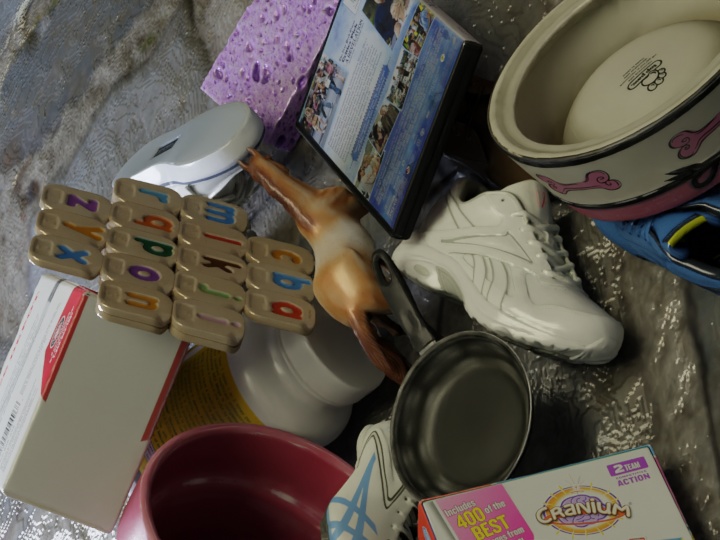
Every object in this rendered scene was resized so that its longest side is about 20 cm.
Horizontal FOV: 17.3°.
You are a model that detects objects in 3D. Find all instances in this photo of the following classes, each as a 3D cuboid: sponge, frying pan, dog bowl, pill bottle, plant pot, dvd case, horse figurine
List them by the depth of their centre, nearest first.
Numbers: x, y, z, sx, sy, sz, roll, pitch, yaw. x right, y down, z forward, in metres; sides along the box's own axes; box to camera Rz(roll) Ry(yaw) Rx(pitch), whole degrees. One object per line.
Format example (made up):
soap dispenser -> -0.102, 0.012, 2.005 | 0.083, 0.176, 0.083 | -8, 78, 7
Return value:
dog bowl -> 0.180, -0.114, 1.461 | 0.199, 0.074, 0.201 | -28, 30, 18
frying pan -> 0.045, 0.079, 1.516 | 0.190, 0.031, 0.115 | 38, 102, 44
plant pot -> -0.085, 0.233, 1.580 | 0.180, 0.199, 0.201 | -62, 38, 33
horse figurine -> 0.000, 0.000, 1.614 | 0.050, 0.132, 0.201 | -41, 48, 25
dvd case -> 0.016, -0.125, 1.628 | 0.200, 0.017, 0.143 | 50, 124, 56
pill bottle -> -0.079, 0.094, 1.677 | 0.200, 0.112, 0.113 | -36, 50, 33
sponge -> -0.041, -0.201, 1.827 | 0.112, 0.030, 0.201 | 42, 106, 48

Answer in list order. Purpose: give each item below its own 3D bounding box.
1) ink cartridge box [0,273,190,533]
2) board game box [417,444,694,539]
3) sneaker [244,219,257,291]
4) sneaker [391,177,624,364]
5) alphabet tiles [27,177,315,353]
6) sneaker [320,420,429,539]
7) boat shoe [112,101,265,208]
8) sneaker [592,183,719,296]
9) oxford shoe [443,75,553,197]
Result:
ink cartridge box -> -0.197, 0.087, 1.633 | 0.145, 0.083, 0.200 | -68, 16, -2
board game box -> 0.134, 0.205, 1.373 | 0.040, 0.152, 0.201 | 91, 163, -49
sneaker -> -0.114, -0.008, 1.727 | 0.200, 0.075, 0.092 | 92, -157, -83
sneaker -> 0.104, -0.008, 1.541 | 0.200, 0.078, 0.100 | 32, 97, 44
alphabet tiles -> -0.125, -0.006, 1.593 | 0.200, 0.194, 0.015 | -94, 20, -64
sneaker -> 0.021, 0.159, 1.516 | 0.072, 0.072, 0.200 | -11, 29, 17
boat shoe -> -0.114, -0.066, 1.815 | 0.202, 0.086, 0.075 | -19, 32, 55
sneaker -> 0.198, -0.030, 1.453 | 0.200, 0.078, 0.066 | 30, 98, 51
oxford shoe -> 0.082, -0.098, 1.605 | 0.199, 0.084, 0.073 | 17, 85, 48
